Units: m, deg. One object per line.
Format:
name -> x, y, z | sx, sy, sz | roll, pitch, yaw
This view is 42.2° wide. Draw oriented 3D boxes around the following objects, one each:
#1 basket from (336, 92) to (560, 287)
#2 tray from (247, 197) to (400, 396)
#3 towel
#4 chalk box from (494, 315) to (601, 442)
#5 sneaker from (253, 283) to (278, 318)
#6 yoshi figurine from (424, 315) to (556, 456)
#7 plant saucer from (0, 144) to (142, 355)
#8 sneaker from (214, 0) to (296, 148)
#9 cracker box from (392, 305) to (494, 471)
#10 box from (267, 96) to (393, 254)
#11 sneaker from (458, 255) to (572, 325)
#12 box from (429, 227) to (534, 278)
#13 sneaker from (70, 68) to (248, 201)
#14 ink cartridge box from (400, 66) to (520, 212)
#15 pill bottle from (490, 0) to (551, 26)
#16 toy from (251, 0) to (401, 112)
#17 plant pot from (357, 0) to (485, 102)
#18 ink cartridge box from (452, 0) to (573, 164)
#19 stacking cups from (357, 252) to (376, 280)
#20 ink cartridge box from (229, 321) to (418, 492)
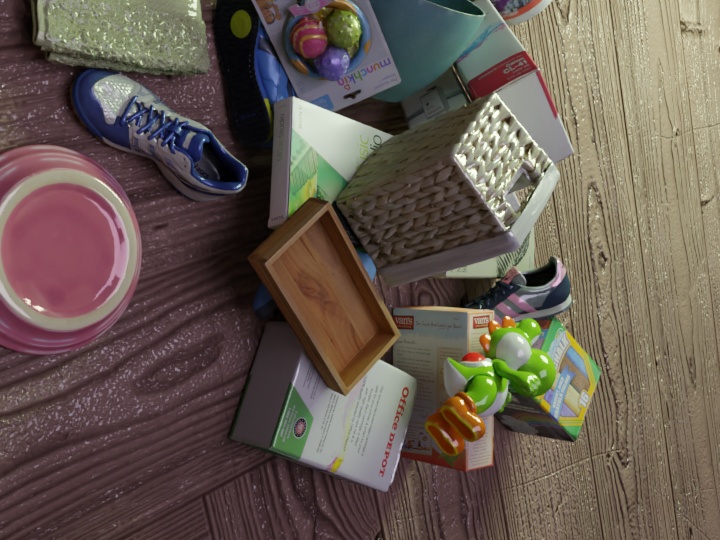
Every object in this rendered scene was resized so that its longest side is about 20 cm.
basket -> 0.088, -0.085, 1.004 | 0.124, 0.199, 0.136 | 50, 50, -19
tray -> -0.035, 0.030, 1.004 | 0.099, 0.037, 0.201 | -46, 127, -23
towel -> -0.235, -0.269, 0.927 | 0.199, 0.036, 0.149 | -2, 84, -46
chalk box -> 0.237, 0.141, 1.351 | 0.200, 0.124, 0.124 | 45, 61, -36
sneaker -> -0.074, -0.027, 1.077 | 0.078, 0.066, 0.200 | 47, 53, -10
yoshi figurine -> 0.173, 0.143, 1.123 | 0.200, 0.112, 0.112 | -43, 133, -34
plant saucer -> -0.289, -0.019, 0.885 | 0.200, 0.051, 0.202 | -1, 92, -45
sneaker -> -0.111, -0.238, 1.050 | 0.078, 0.066, 0.201 | -21, 106, -53
cracker box -> 0.106, 0.148, 1.215 | 0.057, 0.134, 0.201 | -1, 92, -42
box -> -0.017, -0.099, 1.060 | 0.199, 0.036, 0.145 | 12, 74, -43
sneaker -> 0.194, 0.036, 1.294 | 0.199, 0.070, 0.082 | -19, 122, -9
box -> 0.160, -0.028, 1.309 | 0.199, 0.068, 0.083 | -1, 91, -45
sneaker -> -0.196, -0.142, 0.948 | 0.200, 0.088, 0.076 | 34, 70, -38
ink cartridge box -> 0.123, -0.157, 1.187 | 0.147, 0.082, 0.200 | 56, 14, -30
pill bottle -> 0.185, -0.449, 1.295 | 0.200, 0.111, 0.112 | 46, 61, -34
toy -> -0.041, -0.258, 0.992 | 0.047, 0.115, 0.201 | -99, 165, -59
plant pot -> 0.031, -0.282, 1.116 | 0.199, 0.200, 0.135 | -1, 123, -44
ink cartridge box -> 0.179, -0.232, 1.180 | 0.148, 0.085, 0.201 | 53, 15, -42
stacking cups -> 0.000, 0.000, 1.164 | 0.060, 0.060, 0.201 | 27, 75, -41
ink cartridge box -> -0.038, 0.164, 1.110 | 0.200, 0.084, 0.146 | 30, 70, -40
